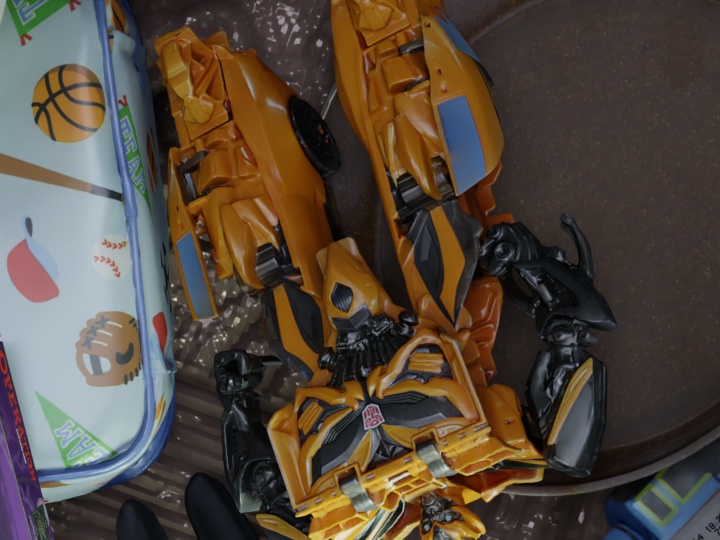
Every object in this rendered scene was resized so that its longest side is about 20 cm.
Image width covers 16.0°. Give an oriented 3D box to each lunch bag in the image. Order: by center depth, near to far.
[{"bbox_3d":[-0.147,-0.018,0.864,0.159,0.076,0.202,-8,85,3],"label":"lunch bag"}]

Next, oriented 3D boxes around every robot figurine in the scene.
[{"bbox_3d":[0.000,0.000,0.824,0.144,0.058,0.201,-27,64,21],"label":"robot figurine"}]

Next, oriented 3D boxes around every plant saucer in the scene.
[{"bbox_3d":[0.073,-0.022,0.846,0.199,0.034,0.202,-8,71,25],"label":"plant saucer"}]

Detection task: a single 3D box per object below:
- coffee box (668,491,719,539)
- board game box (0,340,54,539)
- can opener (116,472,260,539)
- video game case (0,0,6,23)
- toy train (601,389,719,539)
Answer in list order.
[{"bbox_3d":[0.151,0.154,0.747,0.114,0.080,0.200,-41,126,-12],"label":"coffee box"},{"bbox_3d":[-0.195,0.103,0.818,0.199,0.032,0.121,-13,90,8],"label":"board game box"},{"bbox_3d":[-0.026,0.157,0.839,0.063,0.079,0.201,-22,70,-33],"label":"can opener"},{"bbox_3d":[-0.182,-0.120,0.818,0.199,0.023,0.183,-9,58,32],"label":"video game case"},{"bbox_3d":[0.107,0.130,0.840,0.114,0.087,0.200,42,83,9],"label":"toy train"}]
